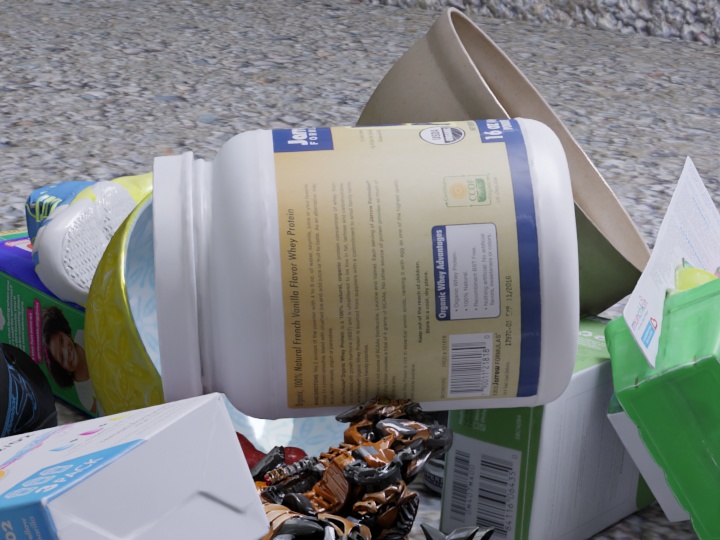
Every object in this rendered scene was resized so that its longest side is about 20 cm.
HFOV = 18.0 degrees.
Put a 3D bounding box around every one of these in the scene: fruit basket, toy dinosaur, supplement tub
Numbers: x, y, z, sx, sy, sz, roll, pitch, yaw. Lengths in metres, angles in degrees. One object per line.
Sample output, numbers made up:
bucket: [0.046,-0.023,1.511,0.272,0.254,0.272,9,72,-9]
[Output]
fruit basket: [0.200,0.055,1.238,0.094,0.185,0.200,-26,17,22]
toy dinosaur: [-0.015,0.140,1.016,0.136,0.200,0.102,25,-20,26]
supplement tub: [0.000,0.000,1.116,0.200,0.145,0.144,-3,15,-3]

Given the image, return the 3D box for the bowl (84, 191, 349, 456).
bowl: [-0.084,0.059,1.256,0.108,0.200,0.200,-37,-11,34]

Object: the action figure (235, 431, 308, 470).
action figure: [-0.111,0.136,1.111,0.200,0.099,0.065,-15,13,15]

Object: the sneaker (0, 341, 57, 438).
sneaker: [-0.212,0.067,1.289,0.073,0.082,0.200,2,13,-2]

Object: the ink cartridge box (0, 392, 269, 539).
ink cartridge box: [-0.153,0.117,0.973,0.200,0.068,0.115,-14,10,40]

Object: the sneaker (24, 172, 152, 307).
sneaker: [-0.171,-0.016,1.383,0.105,0.076,0.200,-6,7,22]

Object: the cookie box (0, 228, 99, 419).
cookie box: [-0.149,0.025,1.477,0.171,0.075,0.200,-9,19,-37]

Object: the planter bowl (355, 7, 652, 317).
planter bowl: [0.063,-0.035,1.341,0.135,0.200,0.200,-38,7,13]

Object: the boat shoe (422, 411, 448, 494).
boat shoe: [0.103,0.084,1.356,0.069,0.057,0.200,12,17,29]

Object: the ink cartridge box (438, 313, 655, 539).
ink cartridge box: [0.123,0.086,1.260,0.059,0.104,0.200,14,18,32]
